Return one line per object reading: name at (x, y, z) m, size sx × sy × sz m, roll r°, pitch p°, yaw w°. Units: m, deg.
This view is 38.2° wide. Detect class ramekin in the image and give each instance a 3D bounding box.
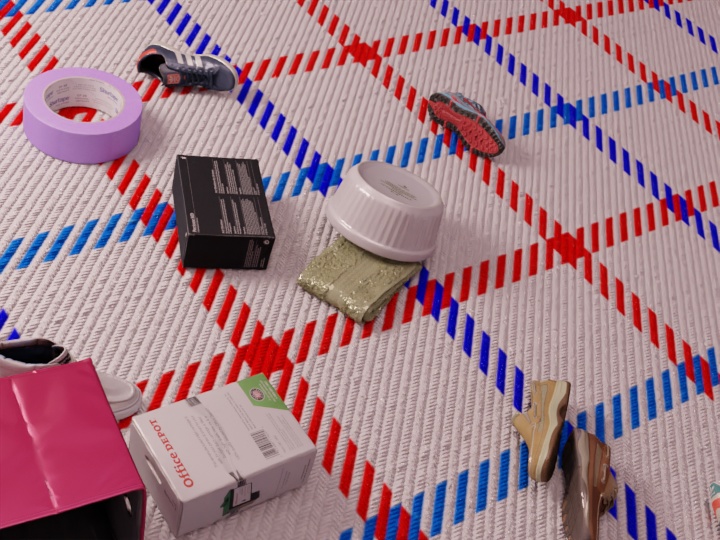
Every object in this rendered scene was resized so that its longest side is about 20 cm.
ramekin at (0.049, -0.107, 1.759) m, size 0.202 × 0.094 × 0.203 m, roll 19°, pitch 26°, yaw -10°

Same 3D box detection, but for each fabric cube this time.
fabric cube at (-0.372, 0.252, 1.178) m, size 0.200 × 0.197 × 0.200 m, roll -11°, pitch 47°, yaw -28°

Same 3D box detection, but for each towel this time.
towel at (0.000, 0.000, 1.704) m, size 0.148 × 0.037 × 0.200 m, roll 31°, pitch 43°, yaw 16°

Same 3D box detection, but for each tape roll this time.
tape roll at (-0.484, -0.273, 1.814) m, size 0.199 × 0.066 × 0.200 m, roll 10°, pitch 42°, yaw -9°

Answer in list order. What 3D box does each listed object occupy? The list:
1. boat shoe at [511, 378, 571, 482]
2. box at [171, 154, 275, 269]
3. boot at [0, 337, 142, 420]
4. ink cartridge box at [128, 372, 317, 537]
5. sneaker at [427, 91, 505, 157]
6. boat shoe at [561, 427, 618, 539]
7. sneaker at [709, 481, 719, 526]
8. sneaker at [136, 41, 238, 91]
boat shoe at (0.258, 0.232, 1.527) m, size 0.076 × 0.072 × 0.200 m, roll 10°, pitch 32°, yaw 14°
box at (-0.228, -0.097, 1.699) m, size 0.141 × 0.079 × 0.200 m, roll 4°, pitch 43°, yaw -20°
boot at (-0.386, 0.142, 1.368) m, size 0.199 × 0.096 × 0.074 m, roll 5°, pitch 42°, yaw -14°
ink cartridge box at (-0.181, 0.235, 1.345) m, size 0.200 × 0.084 × 0.146 m, roll -16°, pitch 51°, yaw -32°
sneaker at (0.231, -0.304, 2.088) m, size 0.095 × 0.079 × 0.200 m, roll -20°, pitch 53°, yaw -38°
boat shoe at (0.327, 0.306, 1.456) m, size 0.072 × 0.076 × 0.200 m, roll 17°, pitch 42°, yaw -4°
sneaker at (0.601, 0.336, 1.517) m, size 0.199 × 0.070 × 0.094 m, roll -1°, pitch 50°, yaw -17°
sneaker at (-0.333, -0.373, 1.973) m, size 0.199 × 0.075 × 0.085 m, roll 16°, pitch 38°, yaw 13°
